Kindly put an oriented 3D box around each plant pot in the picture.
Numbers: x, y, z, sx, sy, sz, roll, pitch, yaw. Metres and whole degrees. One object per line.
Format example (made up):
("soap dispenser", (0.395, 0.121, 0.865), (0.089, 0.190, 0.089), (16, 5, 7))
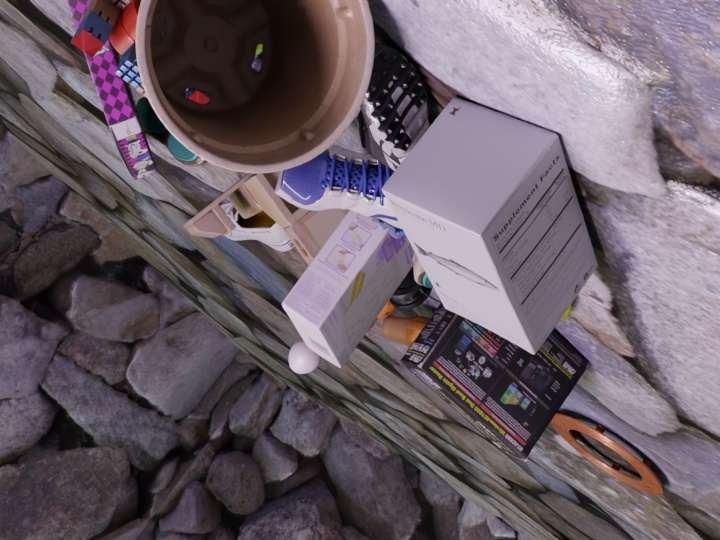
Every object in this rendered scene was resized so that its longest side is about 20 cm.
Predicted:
("plant pot", (-0.113, -0.196, 0.949), (0.200, 0.201, 0.183), (43, 174, -24))

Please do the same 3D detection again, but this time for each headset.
("headset", (0.049, 0.018, 1.458), (0.200, 0.094, 0.124), (44, 172, 23))

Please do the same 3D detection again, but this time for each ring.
("ring", (0.375, 0.274, 1.653), (0.199, 0.019, 0.201), (36, 168, 8))

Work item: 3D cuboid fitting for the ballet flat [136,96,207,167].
("ballet flat", (-0.203, -0.167, 1.297), (0.067, 0.069, 0.200), (17, -167, -39))

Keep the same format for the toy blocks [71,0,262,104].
("toy blocks", (-0.193, -0.230, 1.074), (0.199, 0.138, 0.100), (35, 137, -27))

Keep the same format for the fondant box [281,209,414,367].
("fondant box", (0.000, 0.000, 1.283), (0.058, 0.201, 0.145), (30, 166, 20))

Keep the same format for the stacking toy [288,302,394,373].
("stacking toy", (-0.039, 0.075, 1.661), (0.145, 0.201, 0.146), (34, 168, 8))

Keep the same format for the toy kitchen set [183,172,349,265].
("toy kitchen set", (-0.114, -0.042, 1.443), (0.181, 0.163, 0.200), (54, 165, -8))

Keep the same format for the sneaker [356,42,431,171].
("sneaker", (0.026, -0.141, 1.019), (0.090, 0.067, 0.200), (24, 164, 37))

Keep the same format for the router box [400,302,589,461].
("router box", (0.168, 0.114, 1.347), (0.200, 0.150, 0.062), (42, 167, -20))

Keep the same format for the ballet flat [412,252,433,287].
("ballet flat", (0.091, -0.016, 1.191), (0.063, 0.067, 0.200), (55, -167, 17))

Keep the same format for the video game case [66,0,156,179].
("video game case", (-0.287, -0.225, 1.239), (0.181, 0.035, 0.202), (102, 148, -76))

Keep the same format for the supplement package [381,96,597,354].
("supplement package", (0.123, -0.038, 0.989), (0.116, 0.118, 0.201), (28, 161, 37))

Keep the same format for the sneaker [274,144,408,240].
("sneaker", (0.020, -0.094, 1.147), (0.197, 0.082, 0.115), (17, 165, -24))

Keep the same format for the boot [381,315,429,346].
("boot", (0.134, 0.123, 1.675), (0.143, 0.072, 0.201), (11, 166, 35))

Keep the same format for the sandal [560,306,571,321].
("sandal", (0.173, 0.013, 1.182), (0.088, 0.079, 0.200), (64, -173, 29))

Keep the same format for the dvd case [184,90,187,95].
("dvd case", (-0.195, -0.208, 1.282), (0.199, 0.025, 0.150), (35, 175, -3))

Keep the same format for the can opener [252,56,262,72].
("can opener", (-0.113, -0.211, 1.183), (0.199, 0.053, 0.067), (34, 166, 16))

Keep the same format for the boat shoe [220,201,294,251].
("boat shoe", (-0.188, -0.089, 1.776), (0.201, 0.075, 0.086), (22, 161, 44))
